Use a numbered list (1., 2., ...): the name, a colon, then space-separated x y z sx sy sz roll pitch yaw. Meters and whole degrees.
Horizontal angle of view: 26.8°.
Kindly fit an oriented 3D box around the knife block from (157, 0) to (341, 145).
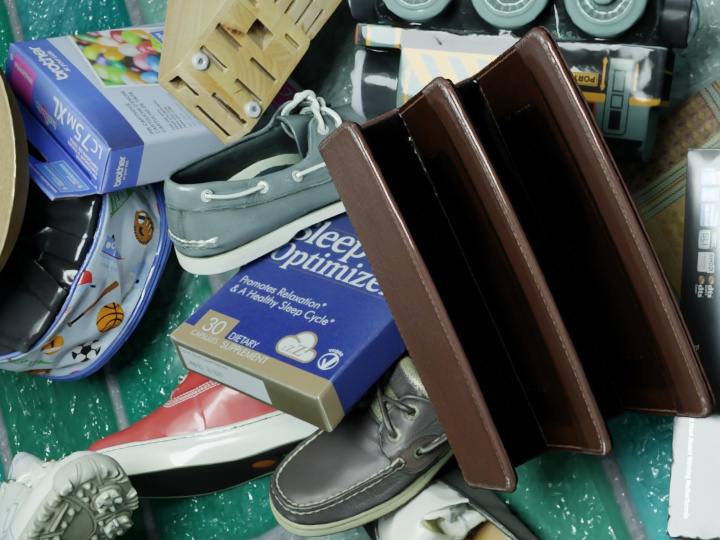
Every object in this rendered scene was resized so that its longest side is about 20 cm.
1. knife block: -0.086 -0.182 0.978 0.175 0.064 0.200 11 64 55

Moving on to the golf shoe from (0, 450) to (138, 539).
1. golf shoe: -0.196 0.147 0.924 0.097 0.078 0.200 60 146 23

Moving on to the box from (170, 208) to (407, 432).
1. box: 0.000 0.000 0.869 0.121 0.032 0.200 18 50 40

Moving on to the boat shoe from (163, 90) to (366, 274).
1. boat shoe: -0.028 -0.071 0.893 0.200 0.062 0.073 -32 34 -19

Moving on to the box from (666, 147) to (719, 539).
1. box: 0.239 0.041 0.751 0.157 0.050 0.201 3 84 25

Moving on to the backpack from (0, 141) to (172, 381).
1. backpack: -0.217 -0.017 0.996 0.190 0.154 0.201 29 98 41

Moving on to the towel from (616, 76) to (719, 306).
1. towel: 0.233 -0.021 0.820 0.146 0.022 0.201 -34 61 17

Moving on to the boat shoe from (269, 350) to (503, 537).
1. boat shoe: 0.031 0.072 0.840 0.200 0.065 0.073 -33 50 -12

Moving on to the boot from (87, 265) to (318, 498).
1. boot: -0.087 0.057 0.951 0.199 0.072 0.145 -18 67 15

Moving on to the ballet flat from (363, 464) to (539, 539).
1. ballet flat: 0.063 0.157 0.836 0.200 0.068 0.068 30 93 33

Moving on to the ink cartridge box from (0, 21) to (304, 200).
1. ink cartridge box: -0.136 -0.107 0.955 0.119 0.199 0.042 45 135 30

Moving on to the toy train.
1. toy train: 0.087 -0.123 0.850 0.199 0.085 0.115 7 96 14

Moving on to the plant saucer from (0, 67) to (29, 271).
1. plant saucer: -0.258 -0.057 0.913 0.200 0.035 0.201 -2 88 39

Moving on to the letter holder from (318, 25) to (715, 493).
1. letter holder: 0.074 -0.001 0.746 0.100 0.142 0.201 -24 90 -12
